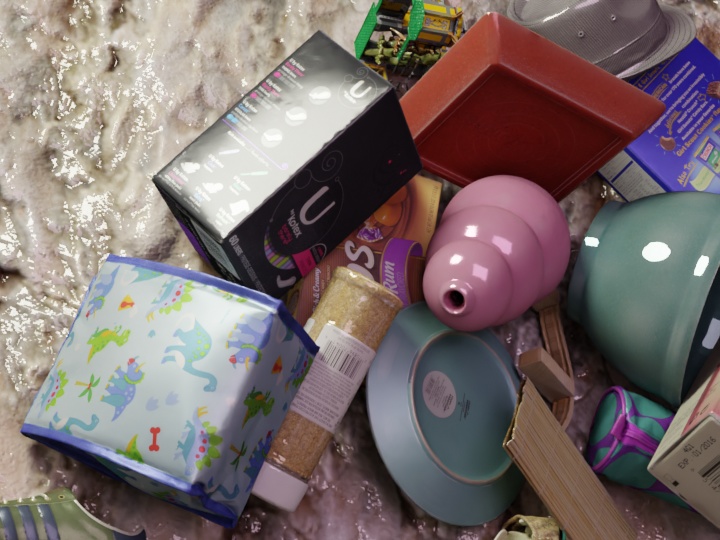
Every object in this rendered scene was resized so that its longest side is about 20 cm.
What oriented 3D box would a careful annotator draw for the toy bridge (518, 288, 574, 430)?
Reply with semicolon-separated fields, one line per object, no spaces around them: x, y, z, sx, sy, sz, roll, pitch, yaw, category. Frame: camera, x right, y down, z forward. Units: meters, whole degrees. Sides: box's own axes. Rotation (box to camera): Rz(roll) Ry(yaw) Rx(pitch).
0.170;0.097;1.491;0.067;0.027;0.201;45;38;-36;toy bridge

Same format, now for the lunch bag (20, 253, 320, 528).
-0.160;0.089;1.314;0.198;0.128;0.171;18;71;24;lunch bag

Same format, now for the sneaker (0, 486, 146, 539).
-0.258;0.208;1.279;0.199;0.067;0.090;23;53;-10;sneaker

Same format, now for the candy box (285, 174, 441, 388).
0.000;0.000;1.474;0.116;0.057;0.202;18;60;-13;candy box

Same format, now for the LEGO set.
0.076;-0.211;1.535;0.115;0.201;0.155;7;43;-19;LEGO set

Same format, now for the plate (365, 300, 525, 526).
0.086;0.121;1.426;0.199;0.025;0.202;17;64;-38;plate

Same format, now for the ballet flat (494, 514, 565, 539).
0.138;0.247;1.350;0.065;0.200;0.071;13;92;3;ballet flat

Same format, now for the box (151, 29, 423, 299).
-0.059;-0.085;1.404;0.200;0.123;0.106;-43;57;-11;box

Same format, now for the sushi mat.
0.185;0.192;1.412;0.201;0.012;0.096;54;31;-22;sushi mat

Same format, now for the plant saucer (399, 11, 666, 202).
0.140;-0.125;1.480;0.198;0.200;0.037;24;51;-22;plant saucer

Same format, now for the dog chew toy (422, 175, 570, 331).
0.112;-0.007;1.441;0.124;0.125;0.200;42;30;2;dog chew toy

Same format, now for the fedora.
0.221;-0.250;1.599;0.198;0.091;0.177;-22;32;0;fedora

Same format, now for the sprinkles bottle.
-0.038;0.099;1.364;0.068;0.068;0.201;29;84;-5;sprinkles bottle

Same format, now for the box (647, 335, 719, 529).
0.358;0.124;1.421;0.127;0.109;0.200;37;49;3;box

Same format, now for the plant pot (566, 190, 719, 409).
0.271;0.012;1.509;0.133;0.201;0.201;20;57;21;plant pot

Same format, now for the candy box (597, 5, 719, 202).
0.316;-0.140;1.646;0.200;0.077;0.169;45;60;3;candy box

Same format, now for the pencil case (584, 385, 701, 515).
0.303;0.178;1.483;0.198;0.092;0.086;23;85;-7;pencil case
